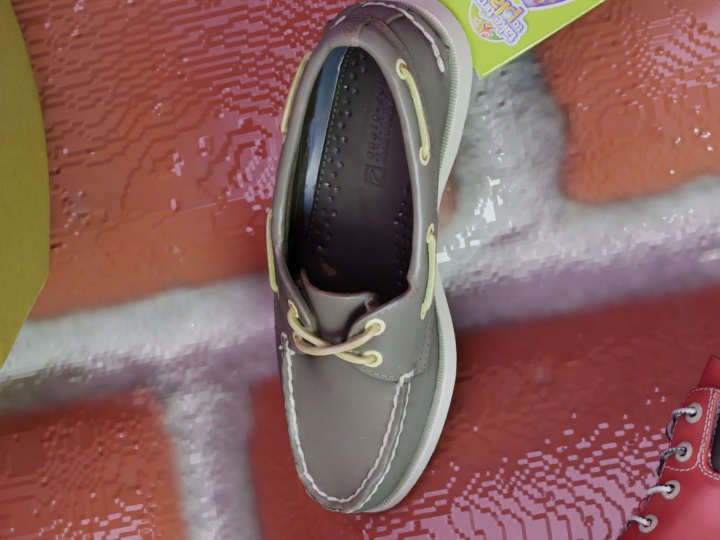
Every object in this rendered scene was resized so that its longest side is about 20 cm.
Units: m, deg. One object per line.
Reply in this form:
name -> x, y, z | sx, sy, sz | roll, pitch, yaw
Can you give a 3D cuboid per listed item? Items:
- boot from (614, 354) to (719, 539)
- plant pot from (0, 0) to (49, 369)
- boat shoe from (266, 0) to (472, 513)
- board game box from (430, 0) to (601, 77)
boot -> 0.090, 0.105, 1.086 | 0.199, 0.072, 0.145 | -3, 83, 9
plant pot -> -0.223, -0.037, 1.134 | 0.195, 0.194, 0.200 | -23, 108, 14
boat shoe -> -0.003, -0.001, 1.104 | 0.072, 0.060, 0.202 | 13, 108, 22
board game box -> 0.048, -0.192, 1.100 | 0.134, 0.045, 0.200 | -32, 95, 12
